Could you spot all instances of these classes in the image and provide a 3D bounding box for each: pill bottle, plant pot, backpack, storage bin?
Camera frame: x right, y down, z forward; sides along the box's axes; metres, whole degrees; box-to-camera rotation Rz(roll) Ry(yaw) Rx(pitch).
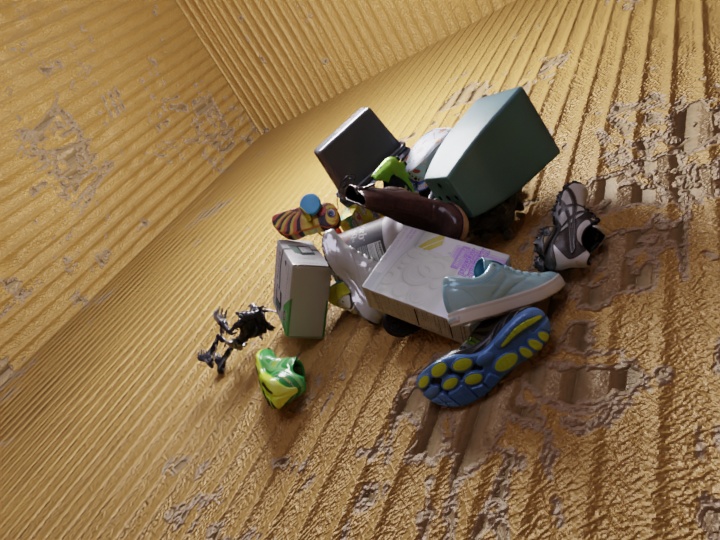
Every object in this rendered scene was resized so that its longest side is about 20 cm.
[{"bbox_3d":[0.039,-0.042,1.190,0.196,0.117,0.117,-18,27,24],"label":"pill bottle"},{"bbox_3d":[0.221,-0.196,1.064,0.200,0.142,0.141,-46,20,-13],"label":"plant pot"},{"bbox_3d":[0.171,-0.222,1.332,0.199,0.155,0.190,-40,13,-6],"label":"backpack"},{"bbox_3d":[-0.008,-0.273,1.366,0.199,0.135,0.146,-40,19,0],"label":"storage bin"}]

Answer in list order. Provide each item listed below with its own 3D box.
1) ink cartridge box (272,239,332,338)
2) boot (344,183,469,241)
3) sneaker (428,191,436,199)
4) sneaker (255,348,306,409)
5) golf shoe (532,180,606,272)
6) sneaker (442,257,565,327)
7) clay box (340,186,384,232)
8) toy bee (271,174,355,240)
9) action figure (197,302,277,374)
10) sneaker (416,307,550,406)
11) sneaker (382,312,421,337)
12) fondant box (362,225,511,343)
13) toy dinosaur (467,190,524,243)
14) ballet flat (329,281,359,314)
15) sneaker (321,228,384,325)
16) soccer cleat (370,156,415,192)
[{"bbox_3d":[-0.125,0.032,1.220,0.082,0.150,0.200,2,15,-17],"label":"ink cartridge box"},{"bbox_3d":[0.077,-0.099,1.031,0.163,0.074,0.200,4,19,-30],"label":"boot"},{"bbox_3d":[0.213,-0.155,1.173,0.199,0.115,0.075,-38,18,-6],"label":"sneaker"},{"bbox_3d":[-0.143,0.193,1.076,0.081,0.076,0.200,-13,15,-16],"label":"sneaker"},{"bbox_3d":[0.337,-0.065,0.919,0.092,0.079,0.201,8,46,33],"label":"golf shoe"},{"bbox_3d":[0.201,0.016,0.831,0.195,0.084,0.074,-14,-7,-26],"label":"sneaker"},{"bbox_3d":[0.011,-0.111,1.363,0.047,0.116,0.202,-19,27,29],"label":"clay box"},{"bbox_3d":[-0.087,-0.111,1.257,0.198,0.111,0.130,-35,-21,22],"label":"toy bee"},{"bbox_3d":[-0.264,0.123,1.264,0.200,0.118,0.103,-44,54,15],"label":"action figure"},{"bbox_3d":[0.167,0.117,0.807,0.197,0.072,0.083,-35,1,7],"label":"sneaker"},{"bbox_3d":[0.108,0.043,1.037,0.200,0.071,0.083,-48,-5,-22],"label":"sneaker"},{"bbox_3d":[0.121,0.019,0.941,0.196,0.059,0.145,19,59,31],"label":"fondant box"},{"bbox_3d":[0.235,-0.092,1.108,0.197,0.078,0.103,-32,11,19],"label":"toy dinosaur"},{"bbox_3d":[0.006,0.047,1.150,0.196,0.067,0.069,-19,54,30],"label":"ballet flat"},{"bbox_3d":[0.000,0.000,1.098,0.087,0.202,0.074,-38,-15,11],"label":"sneaker"},{"bbox_3d":[0.086,-0.137,1.207,0.080,0.202,0.068,-37,33,-6],"label":"soccer cleat"}]
